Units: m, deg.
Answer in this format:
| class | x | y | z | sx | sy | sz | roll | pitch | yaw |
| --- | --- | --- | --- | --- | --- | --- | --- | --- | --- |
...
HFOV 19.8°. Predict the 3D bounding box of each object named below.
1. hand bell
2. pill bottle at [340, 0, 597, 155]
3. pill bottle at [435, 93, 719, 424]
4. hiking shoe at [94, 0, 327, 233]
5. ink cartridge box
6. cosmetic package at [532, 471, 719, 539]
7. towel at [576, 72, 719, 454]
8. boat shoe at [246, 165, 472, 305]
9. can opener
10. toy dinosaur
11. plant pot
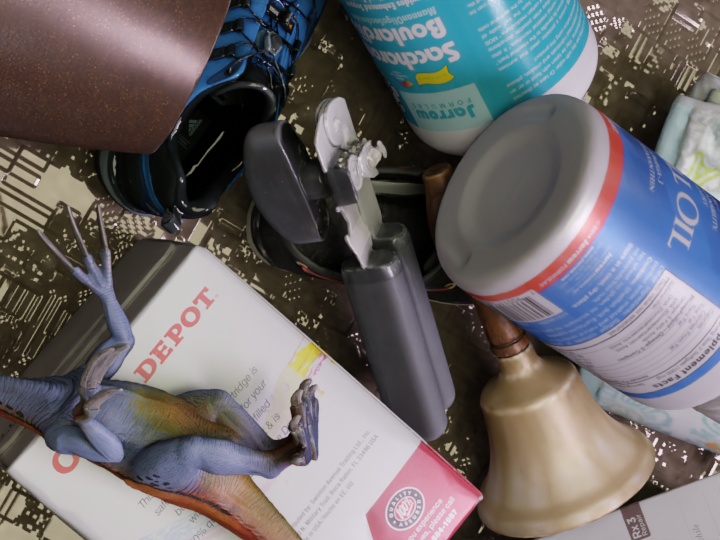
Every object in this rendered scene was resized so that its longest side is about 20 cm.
| class | x | y | z | sx | sy | sz | roll | pitch | yaw |
| --- | --- | --- | --- | --- | --- | --- | --- | --- | --- |
| hand bell | 0.077 | 0.032 | 1.104 | 0.104 | 0.104 | 0.200 | -29 | 111 | -15 |
| pill bottle | 0.054 | -0.137 | 1.070 | 0.111 | 0.111 | 0.200 | -39 | 123 | -12 |
| pill bottle | 0.144 | 0.003 | 1.053 | 0.200 | 0.112 | 0.112 | 32 | 83 | -33 |
| hiking shoe | -0.055 | -0.108 | 1.072 | 0.074 | 0.087 | 0.200 | 31 | 86 | -34 |
| ink cartridge box | -0.073 | 0.099 | 1.053 | 0.200 | 0.145 | 0.145 | 43 | 80 | -16 |
| cosmetic package | 0.132 | 0.196 | 1.113 | 0.200 | 0.081 | 0.113 | -21 | 67 | 0 |
| towel | 0.228 | 0.008 | 1.154 | 0.171 | 0.048 | 0.200 | 21 | 100 | 8 |
| boat shoe | 0.041 | -0.019 | 1.130 | 0.201 | 0.063 | 0.074 | 4 | 89 | -20 |
| can opener | 0.000 | 0.000 | 1.071 | 0.066 | 0.053 | 0.200 | -10 | 120 | 22 |
| toy dinosaur | -0.112 | 0.077 | 0.924 | 0.181 | 0.105 | 0.200 | -4 | 106 | 4 |
| plant pot | -0.170 | -0.140 | 0.980 | 0.200 | 0.187 | 0.187 | 25 | 85 | -15 |
